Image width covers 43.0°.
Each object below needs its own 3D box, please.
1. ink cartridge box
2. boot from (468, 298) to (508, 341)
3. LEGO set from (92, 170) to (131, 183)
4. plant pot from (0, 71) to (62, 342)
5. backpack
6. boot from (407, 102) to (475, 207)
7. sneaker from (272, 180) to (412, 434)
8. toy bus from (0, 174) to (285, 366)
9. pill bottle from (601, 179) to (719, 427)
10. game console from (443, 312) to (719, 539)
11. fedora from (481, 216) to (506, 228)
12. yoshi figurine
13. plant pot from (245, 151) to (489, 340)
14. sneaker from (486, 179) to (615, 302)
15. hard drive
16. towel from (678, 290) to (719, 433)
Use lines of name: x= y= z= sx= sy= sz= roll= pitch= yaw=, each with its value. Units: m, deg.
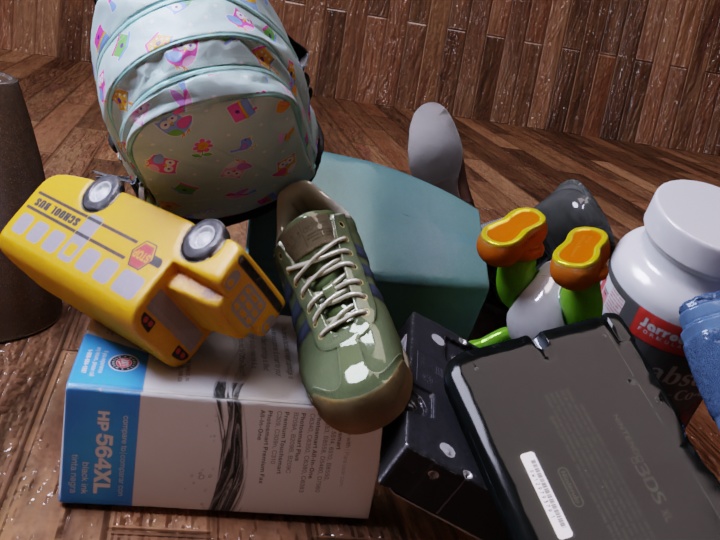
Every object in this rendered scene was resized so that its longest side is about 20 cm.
ink cartridge box: x=-0.090 y=0.089 z=0.617 sx=0.196 sy=0.086 sz=0.146 roll=7 pitch=18 yaw=-10
boot: x=0.192 y=0.034 z=0.848 sx=0.198 sy=0.074 sz=0.165 roll=1 pitch=-22 yaw=-46
LEGO set: x=-0.225 y=-0.055 z=0.949 sx=0.196 sy=0.118 sz=0.154 roll=15 pitch=17 yaw=17
plant pot: x=-0.343 y=-0.066 z=0.779 sx=0.183 sy=0.204 sz=0.187 roll=9 pitch=16 yaw=-3
backpack: x=-0.099 y=-0.112 z=0.617 sx=0.164 sy=0.128 sz=0.201 roll=-24 pitch=-21 yaw=-6
boot: x=0.112 y=-0.099 z=1.130 sx=0.063 sy=0.190 sz=0.200 roll=-10 pitch=-2 yaw=13
sneaker: x=-0.024 y=0.010 z=0.567 sx=0.066 sy=0.091 sz=0.201 roll=-23 pitch=27 yaw=3
toy bus: x=-0.142 y=-0.002 z=0.582 sx=0.198 sy=0.079 sz=0.065 roll=23 pitch=-23 yaw=37
pill bottle: x=0.242 y=0.037 z=0.733 sx=0.113 sy=0.203 sz=0.117 roll=8 pitch=37 yaw=-7
game console: x=0.152 y=0.139 z=0.518 sx=0.173 sy=0.118 sz=0.202 roll=-13 pitch=49 yaw=-12
fedora: x=0.176 y=-0.013 z=0.985 sx=0.196 sy=0.092 sz=0.176 roll=0 pitch=-8 yaw=-26
yoshi figurine: x=0.123 y=0.066 z=0.666 sx=0.110 sy=0.203 sz=0.113 roll=-8 pitch=36 yaw=-3
plant pot: x=0.000 y=0.000 z=0.773 sx=0.196 sy=0.143 sz=0.143 roll=7 pitch=49 yaw=-9
sneaker: x=0.146 y=-0.011 z=0.788 sx=0.090 sy=0.077 sz=0.200 roll=-30 pitch=-7 yaw=-20
hard drive: x=0.104 y=0.119 z=0.561 sx=0.198 sy=0.038 sz=0.140 roll=29 pitch=28 yaw=-11
towel: x=0.277 y=0.110 z=0.593 sx=0.110 sy=0.204 sz=0.048 roll=1 pitch=-24 yaw=-35
